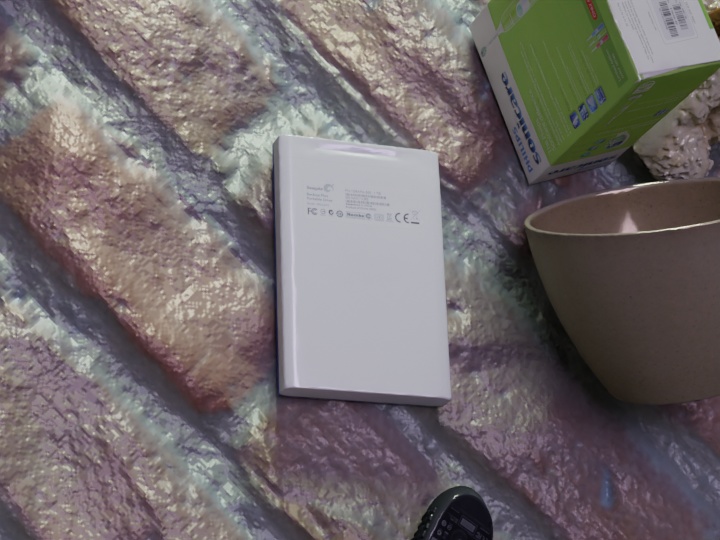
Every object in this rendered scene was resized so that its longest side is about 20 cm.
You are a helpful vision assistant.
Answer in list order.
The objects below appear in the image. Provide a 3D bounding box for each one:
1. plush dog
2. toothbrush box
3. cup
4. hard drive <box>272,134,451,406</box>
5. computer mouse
[{"bbox_3d":[0.304,-0.180,1.664,0.171,0.160,0.201,-2,69,-46],"label":"plush dog"},{"bbox_3d":[0.178,-0.176,1.569,0.086,0.200,0.146,-14,75,-26],"label":"toothbrush box"},{"bbox_3d":[0.231,0.019,1.536,0.199,0.200,0.144,-13,102,-25],"label":"cup"},{"bbox_3d":[0.000,0.000,1.531,0.131,0.025,0.201,5,68,-19],"label":"hard drive"},{"bbox_3d":[0.039,0.245,1.452,0.059,0.034,0.201,39,65,-22],"label":"computer mouse"}]
